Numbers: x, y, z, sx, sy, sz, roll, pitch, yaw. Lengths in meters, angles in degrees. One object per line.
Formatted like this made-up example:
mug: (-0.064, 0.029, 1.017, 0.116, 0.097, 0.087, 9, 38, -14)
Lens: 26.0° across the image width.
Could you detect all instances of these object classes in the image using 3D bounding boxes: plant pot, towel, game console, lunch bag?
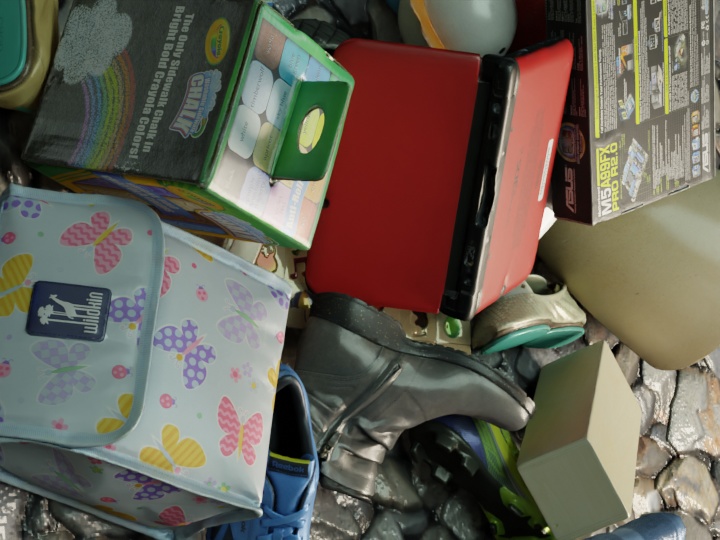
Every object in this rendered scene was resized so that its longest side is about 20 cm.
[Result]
plant pot: (0.232, -0.040, 1.380, 0.199, 0.187, 0.188, 30, 55, -19)
towel: (0.187, 0.256, 1.259, 0.199, 0.112, 0.049, -6, 46, -47)
game console: (0.061, -0.078, 1.160, 0.172, 0.118, 0.202, -29, 134, -54)
lunch bag: (-0.151, 0.057, 0.963, 0.199, 0.127, 0.171, 28, 55, -31)

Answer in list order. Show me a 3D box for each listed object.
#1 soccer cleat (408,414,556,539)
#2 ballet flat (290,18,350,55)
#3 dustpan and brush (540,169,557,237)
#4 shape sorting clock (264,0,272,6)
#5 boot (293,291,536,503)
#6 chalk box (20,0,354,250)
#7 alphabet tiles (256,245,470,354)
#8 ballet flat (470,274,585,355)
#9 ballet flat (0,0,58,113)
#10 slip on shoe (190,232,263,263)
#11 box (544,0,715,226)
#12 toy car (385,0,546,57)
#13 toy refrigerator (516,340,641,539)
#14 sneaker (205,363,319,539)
soccer cleat: (0.115, 0.163, 1.250, 0.200, 0.064, 0.084, 46, 46, -25)
ballet flat: (-0.068, -0.146, 1.159, 0.200, 0.056, 0.067, -36, 131, -46)
dustpan and brush: (0.119, -0.098, 1.220, 0.140, 0.057, 0.200, -47, 122, -8)
shape sorting clock: (-0.135, -0.250, 1.146, 0.199, 0.039, 0.202, 16, 68, -46)
boot: (0.025, 0.112, 1.146, 0.199, 0.070, 0.133, 25, 76, -16)
chalk box: (-0.089, -0.094, 0.987, 0.124, 0.199, 0.125, 32, 72, -56)
alphabet tiles: (0.000, 0.000, 1.188, 0.199, 0.008, 0.169, 7, 75, -30)
ballet flat: (0.132, 0.034, 1.300, 0.200, 0.067, 0.063, 6, 60, -66)
ballet flat: (-0.227, -0.197, 1.028, 0.063, 0.068, 0.202, 39, 48, -67)
slip on shoe: (-0.077, -0.068, 1.113, 0.060, 0.076, 0.201, 24, 70, -1)
box: (0.217, -0.153, 1.235, 0.159, 0.044, 0.202, -20, 114, -37)
toy car: (0.096, -0.197, 1.250, 0.177, 0.184, 0.200, 55, 39, -17)
toy refrigerator: (0.180, 0.137, 1.277, 0.076, 0.070, 0.200, 60, 21, -12)
sneaker: (-0.062, 0.162, 1.033, 0.065, 0.078, 0.202, 3, 84, -23)
